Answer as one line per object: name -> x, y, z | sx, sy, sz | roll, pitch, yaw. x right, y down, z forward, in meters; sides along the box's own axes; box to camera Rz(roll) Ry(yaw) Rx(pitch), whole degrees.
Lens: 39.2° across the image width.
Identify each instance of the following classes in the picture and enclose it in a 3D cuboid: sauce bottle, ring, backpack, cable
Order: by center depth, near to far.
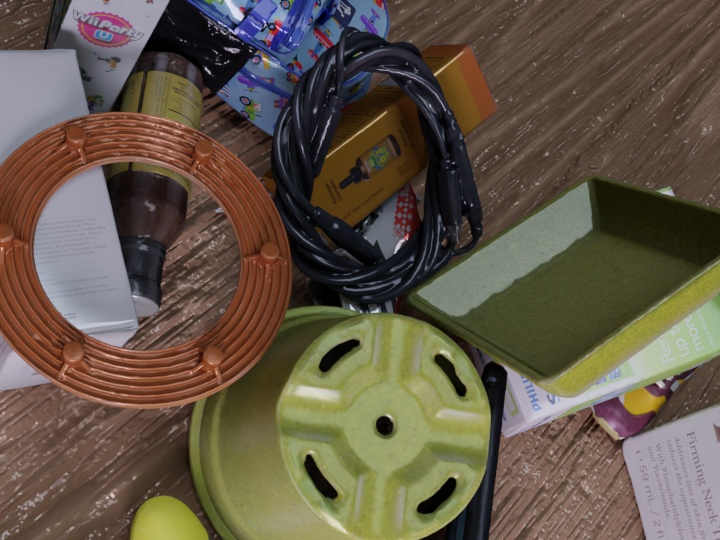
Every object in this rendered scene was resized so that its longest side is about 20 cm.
ring -> -0.135, -0.014, 0.626 | 0.198, 0.019, 0.203 | 9, 62, -18
sauce bottle -> -0.159, -0.065, 0.758 | 0.064, 0.065, 0.203 | 16, 63, -23
cable -> 0.006, -0.081, 0.769 | 0.161, 0.051, 0.203 | -21, 104, -17
backpack -> -0.061, -0.213, 0.839 | 0.199, 0.134, 0.184 | 36, 56, -15

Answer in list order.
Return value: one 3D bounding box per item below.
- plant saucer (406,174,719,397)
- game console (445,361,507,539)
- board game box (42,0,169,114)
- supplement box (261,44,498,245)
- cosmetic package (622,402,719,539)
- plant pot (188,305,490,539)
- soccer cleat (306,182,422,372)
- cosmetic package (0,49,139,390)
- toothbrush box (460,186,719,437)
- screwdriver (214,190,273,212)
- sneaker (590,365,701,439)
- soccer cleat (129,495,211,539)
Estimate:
plant saucer -> 0.161, 0.014, 0.743 | 0.199, 0.199, 0.048 | -32, 116, -14
game console -> 0.074, 0.188, 0.714 | 0.031, 0.178, 0.202 | 7, 60, 7
board game box -> -0.177, -0.226, 0.735 | 0.064, 0.200, 0.150 | 14, 61, -25
supplement box -> 0.017, -0.107, 0.832 | 0.199, 0.068, 0.067 | -40, 119, -21
cosmetic package -> 0.362, 0.194, 0.855 | 0.164, 0.200, 0.170 | 1, 67, -29
plant pot -> -0.005, 0.108, 0.661 | 0.197, 0.184, 0.204 | 3, 78, -15
soccer cleat -> 0.000, 0.000, 0.818 | 0.084, 0.068, 0.203 | 22, 63, -24
cosmetic package -> -0.219, -0.034, 0.680 | 0.080, 0.113, 0.203 | -6, 73, -30
toothbrush box -> 0.192, 0.035, 0.858 | 0.197, 0.086, 0.147 | -17, 75, -10
screwdriver -> -0.035, -0.074, 0.854 | 0.199, 0.028, 0.029 | -26, 54, -37
sneaker -> 0.281, 0.071, 0.932 | 0.075, 0.090, 0.200 | 46, 54, -3
soccer cleat -> -0.099, 0.239, 0.640 | 0.064, 0.084, 0.203 | -5, 71, -31
